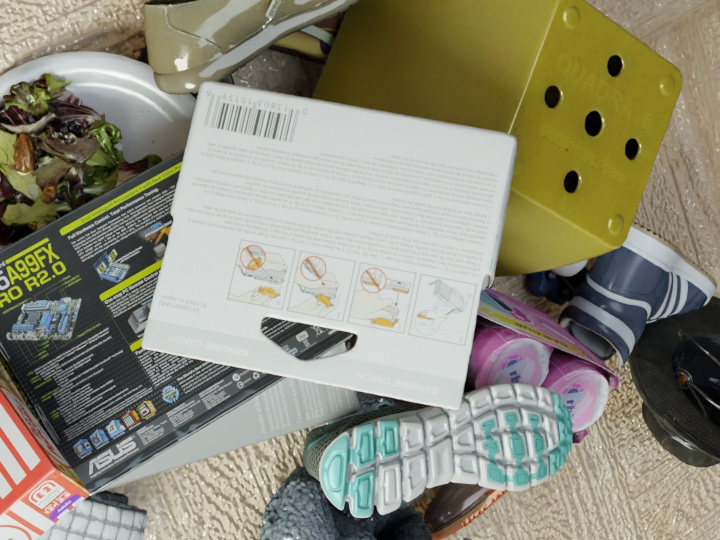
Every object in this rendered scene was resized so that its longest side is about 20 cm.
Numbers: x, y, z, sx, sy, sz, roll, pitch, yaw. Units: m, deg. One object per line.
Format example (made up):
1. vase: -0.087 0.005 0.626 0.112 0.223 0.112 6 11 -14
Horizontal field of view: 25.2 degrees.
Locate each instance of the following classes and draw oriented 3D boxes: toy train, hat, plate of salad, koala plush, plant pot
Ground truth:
1. toy train: 0.119 -0.037 1.294 0.046 0.034 0.200 -49 118 -12
2. hat: 0.301 0.117 1.389 0.201 0.201 0.081 -2 138 -31
3. plate of salad: -0.181 -0.049 1.071 0.200 0.048 0.200 1 85 -9
4. koala plush: 0.007 0.159 1.201 0.177 0.184 0.200 21 67 -15
5. plant pot: 0.101 -0.107 1.127 0.200 0.176 0.200 27 82 -37

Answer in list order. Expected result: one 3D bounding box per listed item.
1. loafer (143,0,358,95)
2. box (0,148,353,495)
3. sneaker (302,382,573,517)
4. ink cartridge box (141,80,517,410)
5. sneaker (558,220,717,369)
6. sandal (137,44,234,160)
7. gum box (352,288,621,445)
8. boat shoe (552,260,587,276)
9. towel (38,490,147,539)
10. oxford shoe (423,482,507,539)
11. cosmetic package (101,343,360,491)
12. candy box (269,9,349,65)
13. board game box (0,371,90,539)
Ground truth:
1. loafer: -0.061 -0.192 1.076 0.200 0.076 0.067 -38 122 -19
2. box: -0.129 0.025 1.023 0.200 0.044 0.160 -31 87 -16
3. sneaker: 0.050 0.113 1.100 0.200 0.091 0.078 -4 96 -26
4. ink cartridge box: -0.017 -0.014 0.984 0.200 0.044 0.174 11 78 6
5. sneaker: 0.226 0.028 1.323 0.109 0.070 0.200 -62 152 1
6. sandal: -0.107 -0.073 1.132 0.075 0.048 0.201 -20 84 0
7. gum box: 0.085 0.052 1.180 0.200 0.114 0.066 24 101 -32
8. boat shoe: 0.183 -0.085 1.291 0.086 0.075 0.202 42 54 -42
9. towel: -0.259 0.209 1.078 0.200 0.086 0.166 20 88 -33
10. oxford shoe: 0.104 0.127 1.300 0.073 0.071 0.200 41 71 -8
11. cosmetic package: -0.114 0.075 1.106 0.200 0.107 0.090 -18 107 -11
12. candy box: -0.030 -0.211 1.167 0.200 0.056 0.117 11 92 -30
13. board game box: -0.276 0.110 0.969 0.151 0.200 0.046 -42 147 -4
